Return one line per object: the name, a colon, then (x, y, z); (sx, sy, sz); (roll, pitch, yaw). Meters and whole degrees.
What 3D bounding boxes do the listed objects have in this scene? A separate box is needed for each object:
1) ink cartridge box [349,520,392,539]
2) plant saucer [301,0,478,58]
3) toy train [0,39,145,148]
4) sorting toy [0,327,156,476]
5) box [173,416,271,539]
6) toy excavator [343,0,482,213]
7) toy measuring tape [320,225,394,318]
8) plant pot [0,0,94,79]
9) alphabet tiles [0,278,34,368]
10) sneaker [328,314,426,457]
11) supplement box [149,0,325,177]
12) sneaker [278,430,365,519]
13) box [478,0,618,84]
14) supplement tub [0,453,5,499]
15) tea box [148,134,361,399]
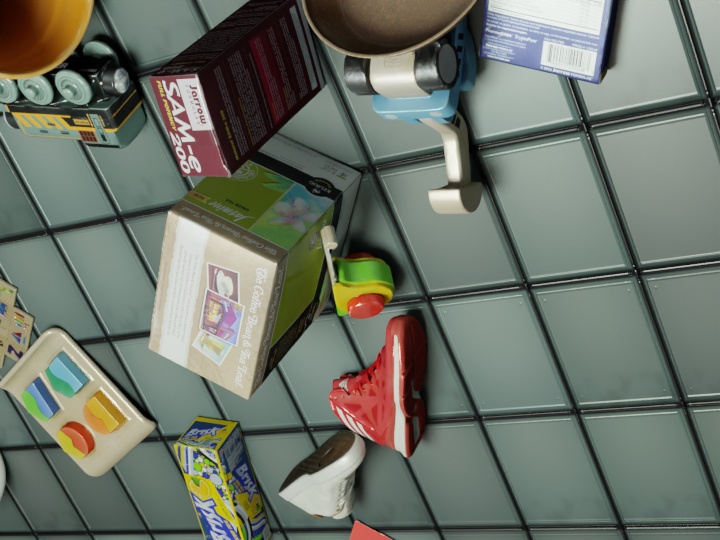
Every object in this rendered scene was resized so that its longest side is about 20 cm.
ink cartridge box: (0.034, 0.445, 1.750); (0.161, 0.050, 0.200); (25, 133, 12)
plant saucer: (0.041, -0.274, 1.176); (0.200, 0.201, 0.037); (1, 161, 29)
toy train: (-0.340, -0.197, 1.492); (0.200, 0.085, 0.114); (5, 134, 27)
sorting toy: (-0.401, 0.191, 1.826); (0.200, 0.036, 0.185); (44, 132, -5)
box: (-0.182, 0.296, 1.757); (0.070, 0.064, 0.200); (4, 123, 27)
toy excavator: (0.073, -0.168, 1.267); (0.100, 0.200, 0.195); (0, 77, 30)
toy measuring tape: (0.000, 0.000, 1.415); (0.074, 0.074, 0.200); (23, 158, 14)
plant pot: (-0.419, -0.304, 1.399); (0.183, 0.200, 0.200); (7, 126, 45)
alphabet tiles: (-0.545, 0.050, 1.830); (0.200, 0.006, 0.166); (30, 132, 8)
sneaker: (0.012, 0.129, 1.520); (0.115, 0.078, 0.200); (13, 126, 20)
supplement box: (-0.116, -0.185, 1.287); (0.061, 0.200, 0.109); (1, 122, 29)
sneaker: (-0.026, 0.260, 1.638); (0.085, 0.073, 0.200); (38, 148, -6)
box: (0.174, -0.273, 1.172); (0.121, 0.032, 0.200); (17, 130, 18)
supplement tub: (-0.655, 0.318, 1.988); (0.200, 0.145, 0.145); (-9, 117, 34)
tea box: (-0.115, -0.010, 1.413); (0.134, 0.197, 0.200); (25, 130, 12)
